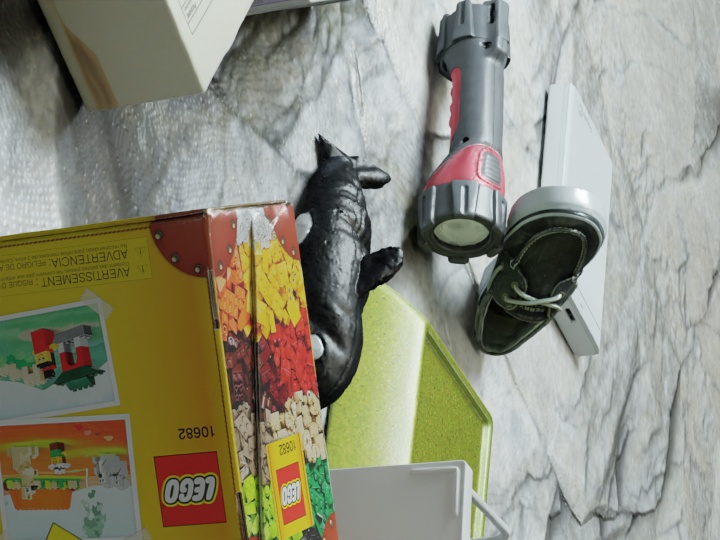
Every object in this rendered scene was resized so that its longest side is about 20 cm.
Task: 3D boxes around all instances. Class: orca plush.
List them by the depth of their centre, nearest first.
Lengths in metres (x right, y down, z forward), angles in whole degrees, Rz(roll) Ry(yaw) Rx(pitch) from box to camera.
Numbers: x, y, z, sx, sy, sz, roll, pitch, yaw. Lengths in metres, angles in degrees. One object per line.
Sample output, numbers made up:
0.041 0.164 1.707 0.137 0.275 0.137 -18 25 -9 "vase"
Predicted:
0.000 0.000 1.331 0.200 0.071 0.105 -70 146 -49 "orca plush"

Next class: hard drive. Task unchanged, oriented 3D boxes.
0.187 -0.045 1.872 0.132 0.027 0.200 56 34 -49 "hard drive"

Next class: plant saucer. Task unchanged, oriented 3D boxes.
0.039 0.128 1.424 0.200 0.048 0.200 55 35 -50 "plant saucer"

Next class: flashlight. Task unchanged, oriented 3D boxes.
0.076 -0.103 1.571 0.068 0.068 0.200 87 5 -55 "flashlight"

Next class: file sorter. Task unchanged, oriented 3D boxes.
0.008 0.224 1.199 0.125 0.138 0.200 49 40 -59 "file sorter"

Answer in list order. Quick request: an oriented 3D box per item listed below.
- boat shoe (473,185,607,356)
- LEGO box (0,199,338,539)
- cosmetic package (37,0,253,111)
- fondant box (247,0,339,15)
0.131 0.007 1.564 0.200 0.072 0.071 111 -10 -63 "boat shoe"
-0.120 0.059 0.841 0.077 0.200 0.149 -13 96 -68 "LEGO box"
-0.128 -0.191 1.068 0.105 0.071 0.200 -68 144 -52 "cosmetic package"
-0.045 -0.262 1.316 0.144 0.058 0.201 -26 107 -67 "fondant box"
